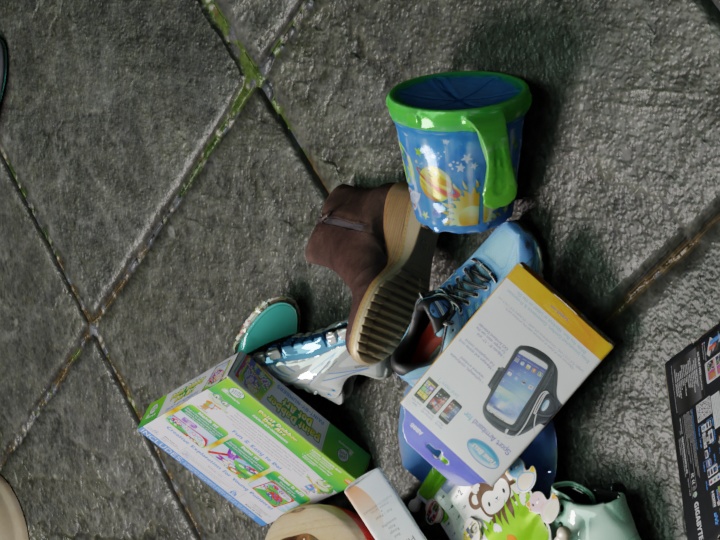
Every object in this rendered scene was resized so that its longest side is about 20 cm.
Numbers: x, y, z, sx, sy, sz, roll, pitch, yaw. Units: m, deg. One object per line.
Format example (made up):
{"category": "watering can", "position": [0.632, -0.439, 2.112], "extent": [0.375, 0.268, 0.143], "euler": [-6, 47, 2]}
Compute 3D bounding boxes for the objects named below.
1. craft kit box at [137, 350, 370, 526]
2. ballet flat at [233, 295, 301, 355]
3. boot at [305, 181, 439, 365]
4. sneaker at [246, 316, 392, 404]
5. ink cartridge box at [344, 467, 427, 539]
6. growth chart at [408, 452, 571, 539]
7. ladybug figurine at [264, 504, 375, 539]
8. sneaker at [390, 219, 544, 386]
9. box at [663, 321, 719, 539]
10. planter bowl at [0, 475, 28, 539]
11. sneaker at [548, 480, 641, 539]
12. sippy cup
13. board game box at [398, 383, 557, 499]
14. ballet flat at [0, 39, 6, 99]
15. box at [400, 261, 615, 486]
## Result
{"category": "craft kit box", "position": [-0.122, 0.194, 1.704], "extent": [0.200, 0.049, 0.197], "euler": [41, 141, -18]}
{"category": "ballet flat", "position": [-0.120, 0.109, 1.756], "extent": [0.064, 0.075, 0.201], "euler": [-112, 37, -64]}
{"category": "boot", "position": [0.000, 0.000, 1.559], "extent": [0.166, 0.072, 0.201], "euler": [5, 66, 51]}
{"category": "sneaker", "position": [-0.054, 0.111, 1.655], "extent": [0.199, 0.075, 0.087], "euler": [-15, 100, 28]}
{"category": "ink cartridge box", "position": [0.064, 0.311, 1.541], "extent": [0.201, 0.050, 0.162], "euler": [58, 178, 24]}
{"category": "growth chart", "position": [0.125, 0.236, 1.467], "extent": [0.200, 0.018, 0.146], "euler": [49, 123, 46]}
{"category": "ladybug figurine", "position": [-0.034, 0.325, 1.693], "extent": [0.199, 0.072, 0.137], "euler": [-20, 86, 50]}
{"category": "sneaker", "position": [0.101, 0.037, 1.465], "extent": [0.078, 0.090, 0.201], "euler": [43, 106, 36]}
{"category": "box", "position": [0.333, 0.111, 1.214], "extent": [0.199, 0.049, 0.201], "euler": [-45, 31, 40]}
{"category": "planter bowl", "position": [-0.609, 0.412, 2.279], "extent": [0.199, 0.134, 0.202], "euler": [12, 107, 45]}
{"category": "sneaker", "position": [0.185, 0.260, 1.451], "extent": [0.199, 0.074, 0.119], "euler": [-13, 94, 38]}
{"category": "sippy cup", "position": [0.096, -0.110, 1.442], "extent": [0.138, 0.178, 0.131], "euler": [3, 113, 18]}
{"category": "board game box", "position": [0.127, 0.169, 1.525], "extent": [0.200, 0.039, 0.159], "euler": [37, 116, 33]}
{"category": "ballet flat", "position": [-0.546, -0.233, 2.134], "extent": [0.073, 0.073, 0.201], "euler": [34, 121, 37]}
{"category": "box", "position": [0.131, 0.105, 1.422], "extent": [0.119, 0.041, 0.200], "euler": [42, 102, 9]}
